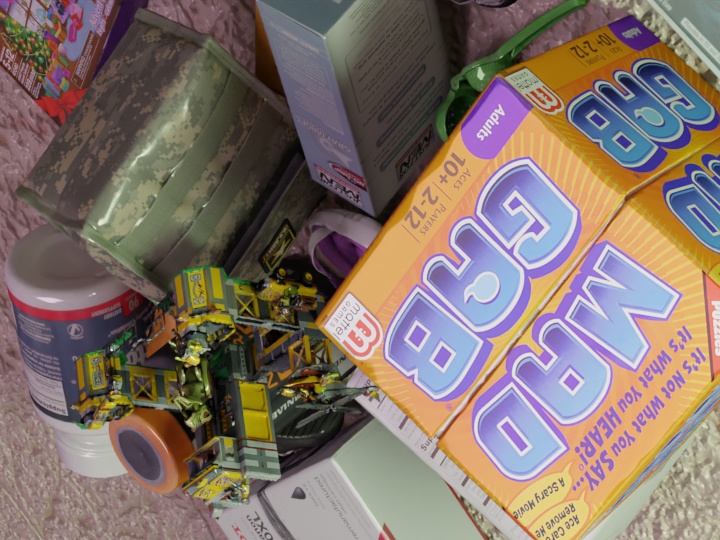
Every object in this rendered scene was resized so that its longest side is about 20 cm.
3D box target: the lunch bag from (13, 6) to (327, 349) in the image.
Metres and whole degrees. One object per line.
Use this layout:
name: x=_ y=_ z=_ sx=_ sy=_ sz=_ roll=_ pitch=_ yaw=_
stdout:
lunch bag: x=-0.111 y=-0.053 z=1.569 sx=0.117 sy=0.165 sz=0.200 roll=27 pitch=170 yaw=47

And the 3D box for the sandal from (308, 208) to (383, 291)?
sandal: x=-0.006 y=-0.005 z=1.576 sx=0.082 sy=0.050 sz=0.203 roll=36 pitch=172 yaw=-3

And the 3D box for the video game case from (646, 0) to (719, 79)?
video game case: x=0.261 y=-0.149 z=1.266 sx=0.200 sy=0.023 sz=0.182 roll=48 pitch=143 yaw=7

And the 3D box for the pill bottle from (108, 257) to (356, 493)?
pill bottle: x=-0.096 y=0.084 z=1.687 sx=0.106 sy=0.200 sz=0.107 roll=28 pitch=138 yaw=29

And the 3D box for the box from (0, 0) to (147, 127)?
box: x=-0.234 y=-0.214 z=1.731 sx=0.137 sy=0.039 sz=0.200 roll=46 pitch=143 yaw=11

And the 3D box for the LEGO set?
LEGO set: x=-0.098 y=0.091 z=1.511 sx=0.199 sy=0.153 sz=0.117 roll=-32 pitch=57 yaw=37

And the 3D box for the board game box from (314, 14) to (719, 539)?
board game box: x=0.138 y=0.003 z=1.327 sx=0.200 sy=0.200 sz=0.200 roll=43 pitch=121 yaw=12

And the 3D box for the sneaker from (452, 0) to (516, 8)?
sneaker: x=0.087 y=-0.216 z=1.369 sx=0.199 sy=0.075 sz=0.116 roll=7 pitch=130 yaw=56

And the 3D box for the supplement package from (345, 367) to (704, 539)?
supplement package: x=0.110 y=0.091 z=1.524 sx=0.200 sy=0.114 sz=0.110 roll=41 pitch=121 yaw=15

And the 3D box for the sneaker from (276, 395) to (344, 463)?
sneaker: x=-0.075 y=0.125 z=1.818 sx=0.199 sy=0.074 sz=0.089 roll=5 pitch=138 yaw=46

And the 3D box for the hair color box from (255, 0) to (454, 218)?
hair color box: x=0.002 y=-0.134 z=1.440 sx=0.060 sy=0.099 sz=0.201 roll=31 pitch=159 yaw=26

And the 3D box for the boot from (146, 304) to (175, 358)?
boot: x=-0.155 y=-0.026 z=1.761 sx=0.144 sy=0.071 sz=0.201 roll=41 pitch=128 yaw=3

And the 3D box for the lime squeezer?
lime squeezer: x=0.082 y=-0.107 z=1.459 sx=0.201 sy=0.037 sz=0.071 roll=-66 pitch=32 yaw=28

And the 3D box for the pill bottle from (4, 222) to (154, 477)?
pill bottle: x=-0.222 y=0.067 z=1.878 sx=0.119 sy=0.119 sz=0.201 roll=22 pitch=134 yaw=34

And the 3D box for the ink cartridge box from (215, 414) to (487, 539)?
ink cartridge box: x=-0.008 y=0.210 z=1.792 sx=0.146 sy=0.083 sz=0.200 roll=55 pitch=143 yaw=-3

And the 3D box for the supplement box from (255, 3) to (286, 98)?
supplement box: x=-0.027 y=-0.204 z=1.496 sx=0.066 sy=0.069 sz=0.201 roll=31 pitch=136 yaw=29
